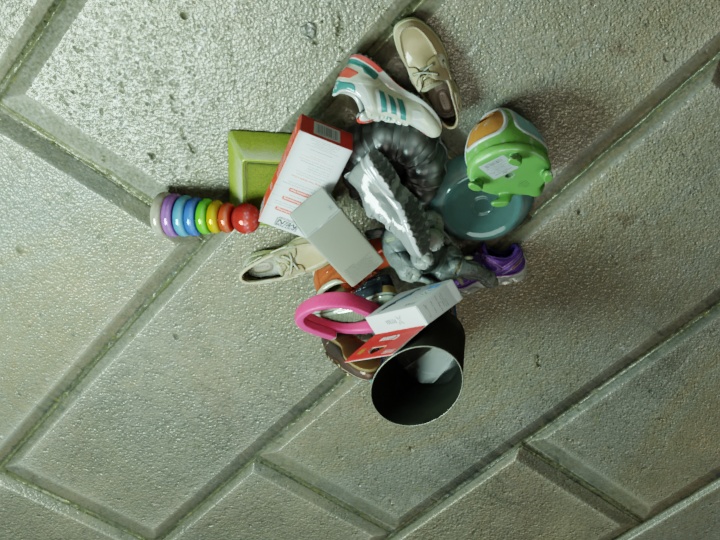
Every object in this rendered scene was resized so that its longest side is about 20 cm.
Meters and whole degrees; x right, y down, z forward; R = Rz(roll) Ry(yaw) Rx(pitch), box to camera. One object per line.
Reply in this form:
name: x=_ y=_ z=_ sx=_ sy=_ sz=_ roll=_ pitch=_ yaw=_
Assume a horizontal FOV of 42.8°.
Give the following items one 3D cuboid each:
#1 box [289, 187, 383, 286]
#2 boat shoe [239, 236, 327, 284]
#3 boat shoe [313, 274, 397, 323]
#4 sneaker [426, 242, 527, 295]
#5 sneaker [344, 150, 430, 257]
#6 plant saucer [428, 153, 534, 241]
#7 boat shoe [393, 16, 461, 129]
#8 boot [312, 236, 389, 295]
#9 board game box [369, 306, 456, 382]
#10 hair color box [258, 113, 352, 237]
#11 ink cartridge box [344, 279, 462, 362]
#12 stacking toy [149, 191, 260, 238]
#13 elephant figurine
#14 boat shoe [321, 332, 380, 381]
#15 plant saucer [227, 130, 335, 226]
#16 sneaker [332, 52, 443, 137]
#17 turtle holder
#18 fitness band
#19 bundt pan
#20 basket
box: x=-0.039 y=-0.056 z=1.619 sx=0.082 sy=0.068 sz=0.200 roll=-38 pitch=144 yaw=1
boat shoe: x=-0.137 y=-0.015 z=1.738 sx=0.199 sy=0.065 sz=0.073 roll=-13 pitch=111 yaw=22
boat shoe: x=-0.011 y=0.059 z=1.819 sx=0.199 sy=0.063 sz=0.074 roll=-22 pitch=152 yaw=34
sneaker: x=0.220 y=-0.010 z=1.775 sx=0.198 sy=0.081 sz=0.084 roll=-14 pitch=113 yaw=0
sneaker: x=0.050 y=-0.107 z=1.579 sx=0.082 sy=0.075 sz=0.201 roll=-27 pitch=98 yaw=36
plant saucer: x=0.224 y=-0.127 z=1.695 sx=0.198 sy=0.036 sz=0.201 roll=0 pitch=128 yaw=0
boat shoe: x=0.116 y=-0.325 z=1.523 sx=0.072 sy=0.065 sz=0.201 roll=-21 pitch=125 yaw=16
boot: x=0.000 y=0.000 z=1.753 sx=0.199 sy=0.108 sz=0.075 roll=-25 pitch=122 yaw=17
board game box: x=0.102 y=0.128 z=1.820 sx=0.047 sy=0.151 sz=0.200 roll=38 pitch=119 yaw=-26
hair color box: x=-0.096 y=-0.160 z=1.596 sx=0.101 sy=0.061 sz=0.201 roll=20 pitch=125 yaw=-15
ink cartridge box: x=0.064 y=0.091 z=1.633 sx=0.045 sy=0.176 sz=0.200 roll=58 pitch=154 yaw=-6
stacking toy: x=-0.276 y=-0.095 z=1.665 sx=0.198 sy=0.086 sz=0.086 roll=5 pitch=130 yaw=17
elephant figurine: x=0.136 y=-0.022 z=1.701 sx=0.141 sy=0.156 sz=0.200 roll=-35 pitch=148 yaw=22
boat shoe: x=-0.017 y=0.174 z=1.836 sx=0.070 sy=0.200 sz=0.071 roll=-10 pitch=116 yaw=-23
plant saucer: x=-0.144 y=-0.151 z=1.673 sx=0.198 sy=0.048 sz=0.201 roll=3 pitch=128 yaw=-1
sneaker: x=0.041 y=-0.268 z=1.531 sx=0.199 sy=0.070 sz=0.094 roll=37 pitch=83 yaw=-11
turtle holder: x=0.265 y=-0.198 z=1.571 sx=0.184 sy=0.133 sz=0.141 roll=7 pitch=150 yaw=-19
fitness band: x=-0.038 y=0.090 z=1.764 sx=0.143 sy=0.038 sz=0.199 roll=-19 pitch=153 yaw=33
bundt pan: x=0.055 y=-0.178 z=1.620 sx=0.200 sy=0.076 sz=0.203 roll=3 pitch=124 yaw=5
basket: x=0.118 y=0.158 z=1.628 sx=0.180 sy=0.200 sz=0.136 roll=-40 pitch=98 yaw=26
